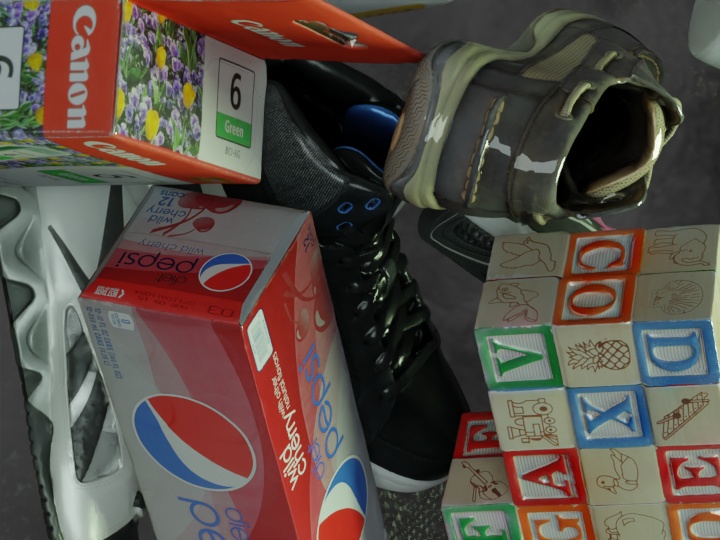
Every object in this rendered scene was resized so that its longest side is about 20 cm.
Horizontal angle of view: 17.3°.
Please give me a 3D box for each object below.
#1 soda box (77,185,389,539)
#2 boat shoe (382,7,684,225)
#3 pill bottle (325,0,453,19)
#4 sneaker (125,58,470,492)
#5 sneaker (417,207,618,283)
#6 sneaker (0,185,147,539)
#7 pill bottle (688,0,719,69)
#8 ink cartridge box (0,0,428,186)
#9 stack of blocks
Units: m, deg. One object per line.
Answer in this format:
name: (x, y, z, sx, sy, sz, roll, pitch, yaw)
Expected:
soda box: (-0.043, 0.066, 0.890, 0.070, 0.064, 0.201, 9, 135, 23)
boat shoe: (0.078, -0.048, 0.878, 0.073, 0.200, 0.075, 24, 112, 20)
pill bottle: (-0.020, -0.145, 0.897, 0.199, 0.104, 0.105, -9, 99, -4)
sneaker: (0.000, 0.000, 0.905, 0.200, 0.112, 0.073, 50, 47, -17)
sneaker: (0.101, 0.042, 0.953, 0.200, 0.080, 0.086, 36, 105, -4)
sneaker: (-0.091, 0.049, 0.934, 0.088, 0.074, 0.201, -9, 95, -8)
pill bottle: (0.236, -0.083, 0.928, 0.199, 0.109, 0.109, 23, 96, -8)
ink cartridge box: (-0.087, -0.060, 0.819, 0.199, 0.109, 0.051, 1, 84, 24)
stack of blocks: (0.092, 0.081, 0.908, 0.115, 0.059, 0.201, -3, 127, 15)
